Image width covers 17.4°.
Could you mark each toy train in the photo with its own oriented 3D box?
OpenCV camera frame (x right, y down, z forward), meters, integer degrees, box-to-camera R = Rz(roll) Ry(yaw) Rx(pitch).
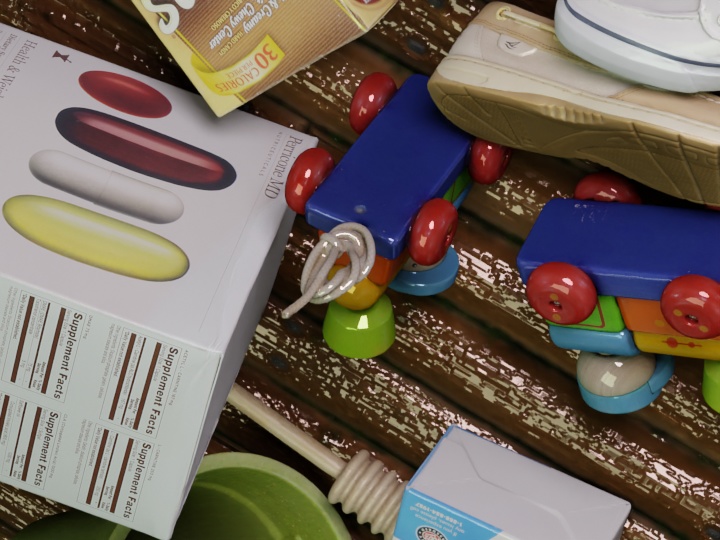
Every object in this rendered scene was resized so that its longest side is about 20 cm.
[{"bbox_3d":[0.185,0.025,1.151,0.200,0.085,0.116,6,135,28],"label":"toy train"},{"bbox_3d":[0.000,0.000,1.171,0.085,0.200,0.116,23,136,15],"label":"toy train"}]

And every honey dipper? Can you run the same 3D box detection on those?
[{"bbox_3d":[-0.054,0.089,1.377,0.200,0.038,0.038,34,133,7],"label":"honey dipper"}]

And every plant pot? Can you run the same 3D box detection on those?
[{"bbox_3d":[-0.132,0.210,1.423,0.190,0.200,0.200,-5,120,50],"label":"plant pot"}]

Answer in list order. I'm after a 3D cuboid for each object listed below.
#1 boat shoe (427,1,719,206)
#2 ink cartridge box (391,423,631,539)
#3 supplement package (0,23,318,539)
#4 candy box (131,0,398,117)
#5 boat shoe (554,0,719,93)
[{"bbox_3d":[0.131,-0.085,1.114,0.200,0.069,0.074,18,161,23],"label":"boat shoe"},{"bbox_3d":[0.071,0.199,1.358,0.115,0.068,0.200,24,131,14],"label":"ink cartridge box"},{"bbox_3d":[-0.153,0.001,1.244,0.200,0.191,0.147,20,131,0],"label":"supplement package"},{"bbox_3d":[-0.081,-0.188,1.178,0.115,0.055,0.200,-26,105,41],"label":"candy box"},{"bbox_3d":[0.188,-0.120,1.059,0.200,0.074,0.067,10,130,10],"label":"boat shoe"}]
